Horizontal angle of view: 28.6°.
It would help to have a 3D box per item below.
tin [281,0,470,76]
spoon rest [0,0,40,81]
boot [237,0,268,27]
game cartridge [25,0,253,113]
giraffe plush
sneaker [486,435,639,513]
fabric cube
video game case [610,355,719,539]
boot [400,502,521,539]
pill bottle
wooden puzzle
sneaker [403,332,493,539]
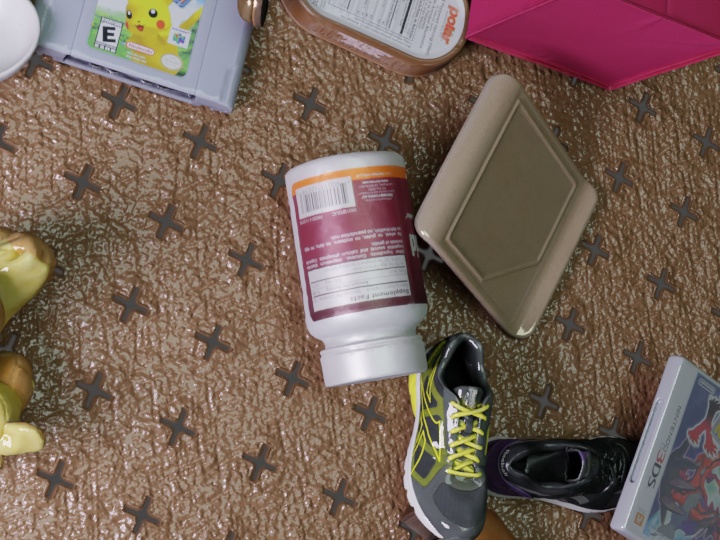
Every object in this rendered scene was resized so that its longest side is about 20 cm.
[{"bbox_3d":[0.016,-0.265,1.381,0.199,0.042,0.113,21,79,-16],"label":"tin"},{"bbox_3d":[-0.353,-0.165,1.211,0.099,0.061,0.201,29,73,11],"label":"spoon rest"},{"bbox_3d":[-0.119,-0.307,1.309,0.075,0.074,0.201,-2,60,-9],"label":"boot"},{"bbox_3d":[-0.197,-0.236,1.300,0.199,0.040,0.134,16,73,-17],"label":"game cartridge"},{"bbox_3d":[-0.324,0.080,1.154,0.200,0.172,0.163,-38,117,-31],"label":"giraffe plush"},{"bbox_3d":[0.213,0.195,1.355,0.198,0.087,0.076,2,81,-20],"label":"sneaker"},{"bbox_3d":[0.243,-0.312,1.370,0.199,0.196,0.201,14,77,-29],"label":"fabric cube"},{"bbox_3d":[0.345,0.210,1.406,0.199,0.023,0.183,33,71,-31],"label":"video game case"},{"bbox_3d":[0.082,0.307,1.292,0.154,0.074,0.201,37,68,-6],"label":"boot"},{"bbox_3d":[0.000,0.000,1.293,0.113,0.114,0.202,-7,84,-21],"label":"pill bottle"},{"bbox_3d":[0.141,-0.060,1.366,0.200,0.037,0.186,44,66,-39],"label":"wooden puzzle"},{"bbox_3d":[0.083,0.147,1.290,0.074,0.085,0.201,5,59,-19],"label":"sneaker"}]
